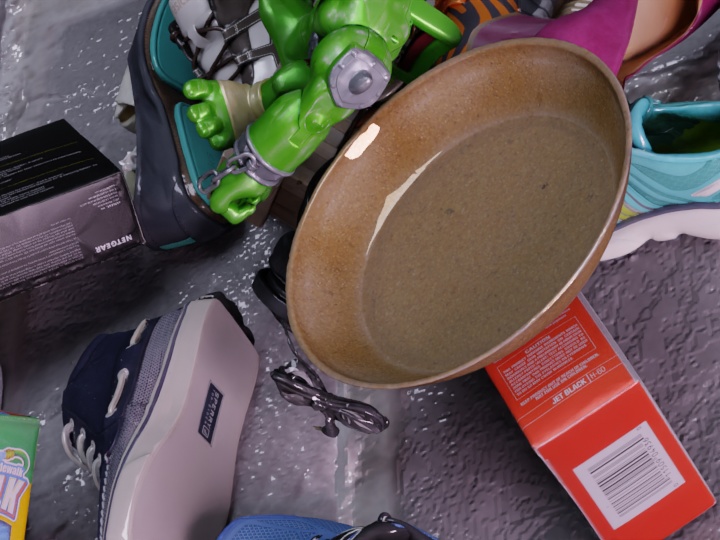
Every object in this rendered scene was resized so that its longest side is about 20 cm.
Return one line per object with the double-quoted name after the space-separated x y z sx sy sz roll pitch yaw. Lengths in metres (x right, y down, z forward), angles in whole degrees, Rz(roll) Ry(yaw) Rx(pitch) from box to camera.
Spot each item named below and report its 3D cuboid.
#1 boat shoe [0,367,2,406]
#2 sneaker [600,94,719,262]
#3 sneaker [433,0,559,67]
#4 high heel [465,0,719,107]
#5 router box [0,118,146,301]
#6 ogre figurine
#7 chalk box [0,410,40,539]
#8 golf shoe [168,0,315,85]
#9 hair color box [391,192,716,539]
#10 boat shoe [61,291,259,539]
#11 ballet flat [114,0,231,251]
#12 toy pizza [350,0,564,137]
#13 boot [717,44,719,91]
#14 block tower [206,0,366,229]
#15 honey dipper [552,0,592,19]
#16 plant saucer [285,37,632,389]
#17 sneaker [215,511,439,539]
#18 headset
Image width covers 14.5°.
-0.236 0.088 1.571 0.074 0.086 0.202 -23 41 12 "boat shoe"
0.140 -0.059 1.474 0.199 0.080 0.078 -10 45 27 "sneaker"
0.048 -0.156 1.547 0.078 0.112 0.200 -49 9 40 "sneaker"
0.154 -0.123 1.470 0.200 0.068 0.096 -28 35 -36 "high heel"
-0.238 -0.019 1.636 0.199 0.051 0.149 -21 21 -12 "router box"
-0.015 -0.124 1.478 0.120 0.098 0.200 -29 12 42 "ogre figurine"
-0.254 0.119 1.458 0.124 0.124 0.201 7 87 38 "chalk box"
-0.074 -0.121 1.647 0.078 0.094 0.201 -45 37 34 "golf shoe"
0.092 0.041 1.389 0.061 0.102 0.200 -33 39 3 "hair color box"
-0.120 0.102 1.502 0.092 0.075 0.200 -16 35 29 "boat shoe"
-0.117 -0.089 1.685 0.073 0.073 0.201 -21 48 14 "ballet flat"
0.036 -0.146 1.666 0.199 0.032 0.201 -18 42 18 "toy pizza"
0.268 -0.155 1.506 0.131 0.070 0.201 -5 56 23 "boot"
-0.015 -0.114 1.584 0.054 0.058 0.200 30 62 0 "block tower"
0.104 -0.102 1.517 0.038 0.038 0.200 -12 23 24 "honey dipper"
0.053 -0.021 1.363 0.200 0.035 0.201 -25 44 26 "plant saucer"
0.003 0.146 1.353 0.199 0.089 0.079 12 56 41 "sneaker"
0.000 0.000 1.496 0.124 0.094 0.200 -58 5 45 "headset"
